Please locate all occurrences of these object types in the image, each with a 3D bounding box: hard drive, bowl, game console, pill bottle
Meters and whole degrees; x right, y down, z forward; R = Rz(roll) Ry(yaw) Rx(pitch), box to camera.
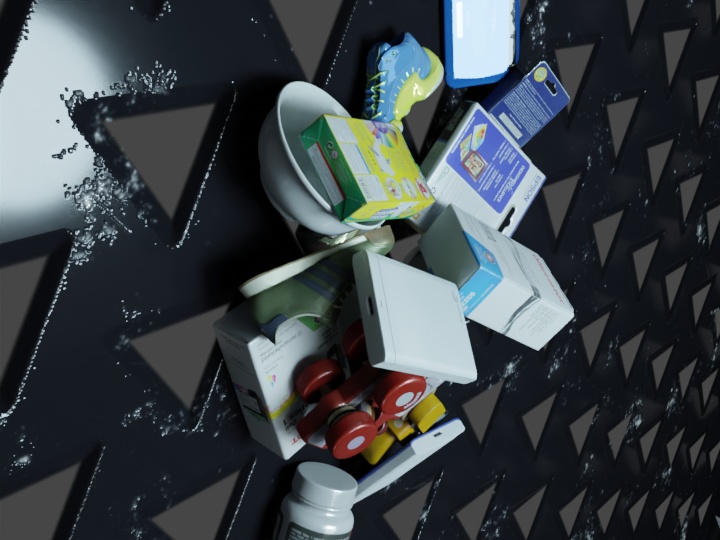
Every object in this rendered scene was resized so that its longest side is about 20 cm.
[{"bbox_3d":[0.069,0.060,0.931,0.199,0.026,0.134,19,54,-51],"label":"hard drive"},{"bbox_3d":[-0.060,-0.120,0.945,0.200,0.090,0.203,38,36,-35],"label":"bowl"},{"bbox_3d":[0.062,0.306,1.228,0.131,0.026,0.200,-12,153,-49],"label":"hard drive"},{"bbox_3d":[0.190,-0.401,1.192,0.168,0.119,0.203,-10,116,-11],"label":"game console"},{"bbox_3d":[-0.074,0.398,1.145,0.113,0.113,0.203,10,98,-49],"label":"pill bottle"}]

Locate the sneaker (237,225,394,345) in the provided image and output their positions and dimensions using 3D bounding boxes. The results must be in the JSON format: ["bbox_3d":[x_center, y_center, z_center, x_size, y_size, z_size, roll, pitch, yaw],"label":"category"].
[{"bbox_3d":[-0.041,0.022,0.934,0.197,0.067,0.091,-22,89,-7],"label":"sneaker"}]

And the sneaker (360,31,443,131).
[{"bbox_3d":[0.025,-0.241,1.049,0.105,0.075,0.201,47,69,-26],"label":"sneaker"}]

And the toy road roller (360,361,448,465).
[{"bbox_3d":[0.041,0.212,1.169,0.146,0.123,0.200,-42,159,-8],"label":"toy road roller"}]

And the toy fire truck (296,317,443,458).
[{"bbox_3d":[0.021,0.163,1.001,0.200,0.113,0.168,-43,144,9],"label":"toy fire truck"}]

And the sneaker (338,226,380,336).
[{"bbox_3d":[0.000,0.000,1.114,0.099,0.069,0.204,25,72,-70],"label":"sneaker"}]

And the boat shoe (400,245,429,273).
[{"bbox_3d":[0.081,0.033,1.205,0.200,0.069,0.072,-44,133,-27],"label":"boat shoe"}]

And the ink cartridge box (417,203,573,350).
[{"bbox_3d":[0.195,0.011,1.123,0.198,0.146,0.084,25,119,-31],"label":"ink cartridge box"}]

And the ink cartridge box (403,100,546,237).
[{"bbox_3d":[0.171,-0.119,1.187,0.199,0.047,0.199,36,84,-37],"label":"ink cartridge box"}]

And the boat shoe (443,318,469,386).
[{"bbox_3d":[0.145,0.103,1.301,0.086,0.074,0.204,-45,136,-25],"label":"boat shoe"}]

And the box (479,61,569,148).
[{"bbox_3d":[0.230,-0.235,1.226,0.200,0.033,0.121,-42,140,14],"label":"box"}]

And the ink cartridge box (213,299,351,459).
[{"bbox_3d":[-0.095,0.125,1.036,0.144,0.083,0.203,-35,129,-32],"label":"ink cartridge box"}]

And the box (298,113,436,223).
[{"bbox_3d":[0.018,-0.121,0.930,0.199,0.048,0.119,-11,72,-57],"label":"box"}]

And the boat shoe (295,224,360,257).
[{"bbox_3d":[-0.013,-0.099,1.048,0.202,0.071,0.066,-51,141,-14],"label":"boat shoe"}]
